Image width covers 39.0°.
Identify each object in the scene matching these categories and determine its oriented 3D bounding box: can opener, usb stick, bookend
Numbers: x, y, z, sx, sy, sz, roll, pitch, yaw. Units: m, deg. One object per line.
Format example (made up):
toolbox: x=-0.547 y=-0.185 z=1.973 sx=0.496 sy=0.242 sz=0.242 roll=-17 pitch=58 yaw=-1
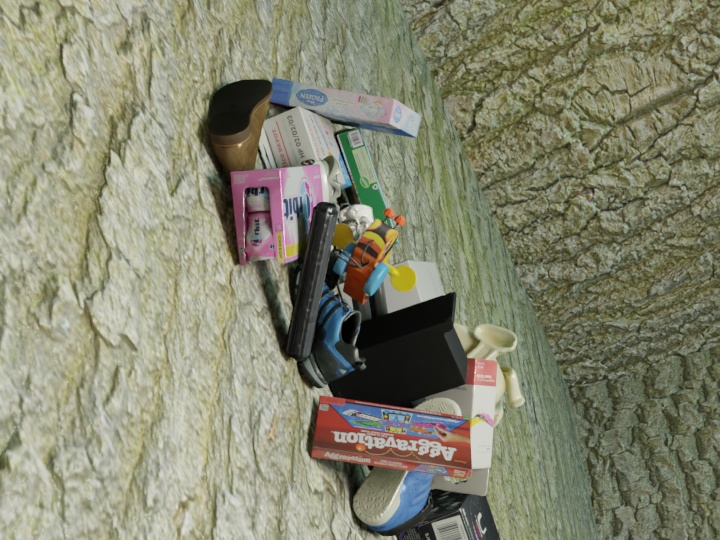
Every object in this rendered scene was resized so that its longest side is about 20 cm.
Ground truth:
can opener: x=0.000 y=0.000 z=1.484 sx=0.067 sy=0.053 sz=0.201 roll=-165 pitch=-115 yaw=-67
usb stick: x=-0.061 y=0.014 z=1.275 sx=0.055 sy=0.032 sz=0.201 roll=-39 pitch=141 yaw=-77
bookend: x=0.075 y=0.161 z=1.432 sx=0.092 sy=0.199 sz=0.199 roll=-73 pitch=141 yaw=-65

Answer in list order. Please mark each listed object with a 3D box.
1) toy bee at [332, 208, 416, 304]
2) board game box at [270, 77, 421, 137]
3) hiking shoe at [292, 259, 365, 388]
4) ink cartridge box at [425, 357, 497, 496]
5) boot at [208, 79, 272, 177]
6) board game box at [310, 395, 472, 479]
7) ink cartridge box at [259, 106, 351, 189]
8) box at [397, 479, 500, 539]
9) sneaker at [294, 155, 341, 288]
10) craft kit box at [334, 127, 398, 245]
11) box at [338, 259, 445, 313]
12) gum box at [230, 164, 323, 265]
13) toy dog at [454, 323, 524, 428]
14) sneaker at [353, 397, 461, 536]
toy bee: x=0.024 y=-0.022 z=1.356 sx=0.131 sy=0.109 sz=0.200 roll=40 pitch=-13 yaw=-11
board game box: x=-0.020 y=-0.258 z=1.627 sx=0.200 sy=0.198 sz=0.044 roll=-3 pitch=104 yaw=-75
hiking shoe: x=-0.038 y=0.063 z=1.369 sx=0.074 sy=0.086 sz=0.201 roll=51 pitch=25 yaw=-52
ink cartridge box: x=0.133 y=0.229 z=1.510 sx=0.067 sy=0.116 sz=0.201 roll=12 pitch=80 yaw=-52
boot: x=-0.157 y=-0.191 z=1.335 sx=0.200 sy=0.073 sz=0.076 roll=-79 pitch=166 yaw=-54
board game box: x=0.041 y=0.211 z=1.291 sx=0.103 sy=0.199 sz=0.020 roll=-84 pitch=-177 yaw=-57
ink cartridge box: x=-0.085 y=-0.175 z=1.530 sx=0.200 sy=0.068 sz=0.116 roll=-5 pitch=75 yaw=-75
box: x=0.139 y=0.403 z=1.539 sx=0.200 sy=0.106 sz=0.123 roll=-10 pitch=82 yaw=-75
sneaker: x=-0.075 y=-0.062 z=1.451 sx=0.074 sy=0.088 sz=0.201 roll=-139 pitch=-138 yaw=-60
craft kit box: x=0.001 y=-0.141 z=1.710 sx=0.198 sy=0.048 sz=0.201 roll=-120 pitch=-169 yaw=-81
box: x=0.060 y=0.049 z=1.663 sx=0.200 sy=0.124 sz=0.098 roll=3 pitch=68 yaw=-74
gum box: x=-0.102 y=-0.074 z=1.296 sx=0.200 sy=0.066 sz=0.114 roll=-29 pitch=115 yaw=-75
toy dog: x=0.180 y=0.196 z=1.722 sx=0.140 sy=0.193 sz=0.200 roll=-47 pitch=138 yaw=-29
sneaker: x=0.074 y=0.271 z=1.380 sx=0.200 sy=0.077 sz=0.111 roll=-54 pitch=148 yaw=-16
